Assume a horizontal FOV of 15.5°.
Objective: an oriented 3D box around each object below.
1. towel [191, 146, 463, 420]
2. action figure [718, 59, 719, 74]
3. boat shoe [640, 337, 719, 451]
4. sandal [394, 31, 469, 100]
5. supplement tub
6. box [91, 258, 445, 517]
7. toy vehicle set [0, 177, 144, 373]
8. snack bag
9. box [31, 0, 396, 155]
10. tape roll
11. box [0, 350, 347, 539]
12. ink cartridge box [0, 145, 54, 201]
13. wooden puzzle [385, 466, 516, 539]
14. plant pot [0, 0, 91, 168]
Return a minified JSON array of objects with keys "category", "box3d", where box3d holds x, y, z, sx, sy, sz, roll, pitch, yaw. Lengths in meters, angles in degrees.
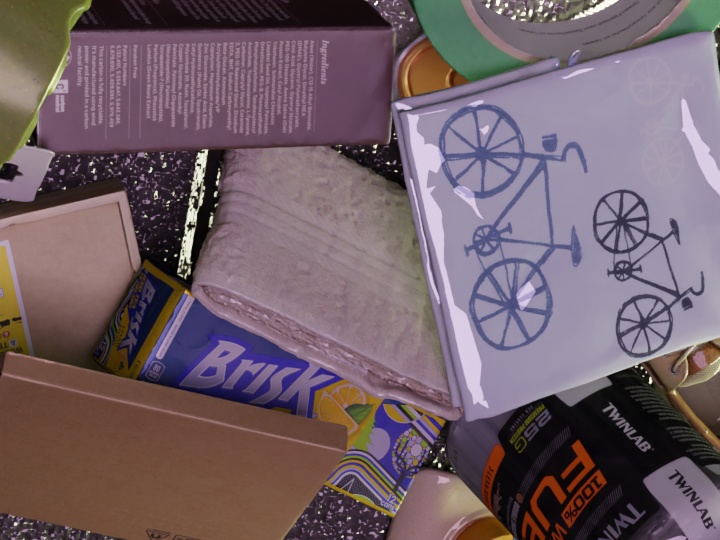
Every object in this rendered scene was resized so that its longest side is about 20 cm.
[{"category":"towel","box3d":[0.000,0.000,1.522,0.200,0.133,0.034,27,140,-20]},{"category":"action figure","box3d":[0.249,-0.116,1.546,0.102,0.119,0.201,12,114,-24]},{"category":"boat shoe","box3d":[0.198,0.036,1.598,0.076,0.074,0.200,-36,125,1]},{"category":"sandal","box3d":[0.102,-0.063,1.558,0.079,0.059,0.207,-42,115,1]},{"category":"supplement tub","box3d":[0.152,0.134,1.552,0.122,0.200,0.123,-27,143,-23]},{"category":"box","box3d":[-0.052,0.069,1.538,0.200,0.064,0.070,28,92,-31]},{"category":"toy vehicle set","box3d":[-0.220,0.030,1.512,0.199,0.027,0.125,-13,112,-12]},{"category":"snack bag","box3d":[0.127,-0.031,1.489,0.199,0.021,0.189,-17,105,-13]},{"category":"box","box3d":[-0.089,-0.112,1.463,0.199,0.100,0.075,-4,110,-14]},{"category":"tape roll","box3d":[0.118,-0.188,1.464,0.200,0.048,0.201,-7,123,-10]},{"category":"box","box3d":[-0.125,0.110,1.505,0.199,0.021,0.164,14,146,-14]},{"category":"ink cartridge box","box3d":[-0.270,-0.033,1.408,0.199,0.116,0.068,7,76,-12]},{"category":"wooden puzzle","box3d":[0.102,0.227,1.667,0.199,0.046,0.186,12,105,-20]},{"category":"plant pot","box3d":[-0.242,-0.131,1.306,0.190,0.200,0.200,28,99,-14]}]
